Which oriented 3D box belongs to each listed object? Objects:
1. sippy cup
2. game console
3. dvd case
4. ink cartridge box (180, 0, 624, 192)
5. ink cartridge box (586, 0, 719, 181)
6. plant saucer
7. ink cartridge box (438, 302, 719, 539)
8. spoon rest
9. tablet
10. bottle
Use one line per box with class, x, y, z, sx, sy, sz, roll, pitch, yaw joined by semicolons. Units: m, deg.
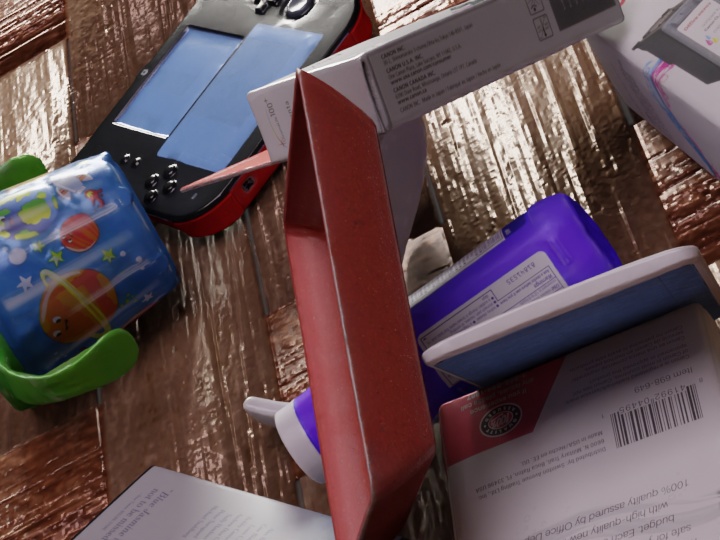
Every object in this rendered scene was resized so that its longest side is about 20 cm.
sippy cup;-0.189;-0.003;1.215;0.130;0.140;0.178;-30;80;-5
game console;-0.097;-0.118;1.313;0.176;0.031;0.200;21;68;44
dvd case;-0.087;0.170;1.032;0.199;0.018;0.143;10;40;40
ink cartridge box;0.017;-0.106;1.043;0.199;0.044;0.173;-28;12;-41
ink cartridge box;0.230;-0.117;1.037;0.147;0.086;0.200;-41;43;-1
plant saucer;-0.002;0.032;0.928;0.036;0.200;0.201;-8;71;-6
ink cartridge box;0.125;0.135;0.896;0.145;0.085;0.201;-23;43;18
spoon rest;0.000;0.000;1.110;0.060;0.099;0.201;19;80;19
tablet;0.108;0.027;0.927;0.129;0.200;0.014;-22;77;11
bottle;0.046;0.039;1.035;0.200;0.084;0.065;-36;79;10
